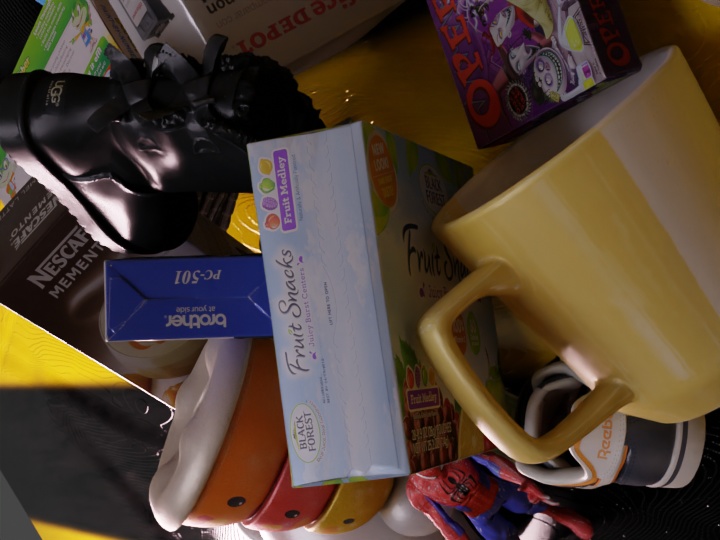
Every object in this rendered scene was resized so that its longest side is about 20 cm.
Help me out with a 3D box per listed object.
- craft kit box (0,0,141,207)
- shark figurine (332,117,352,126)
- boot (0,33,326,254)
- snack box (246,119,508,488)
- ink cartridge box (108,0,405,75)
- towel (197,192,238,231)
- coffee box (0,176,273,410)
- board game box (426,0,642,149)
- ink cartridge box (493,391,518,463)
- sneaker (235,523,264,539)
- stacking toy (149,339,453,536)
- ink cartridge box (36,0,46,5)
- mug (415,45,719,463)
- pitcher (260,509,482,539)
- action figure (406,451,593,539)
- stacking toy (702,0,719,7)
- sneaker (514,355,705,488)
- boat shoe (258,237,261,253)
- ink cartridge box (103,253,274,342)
[{"bbox_3d":[-0.209,-0.096,1.067,0.198,0.048,0.200,55,126,29],"label":"craft kit box"},{"bbox_3d":[-0.101,-0.147,0.991,0.128,0.089,0.215,-11,106,61],"label":"shark figurine"},{"bbox_3d":[-0.093,-0.063,0.798,0.162,0.074,0.198,0,159,22],"label":"boot"},{"bbox_3d":[0.017,0.020,0.744,0.067,0.200,0.169,-10,83,18],"label":"snack box"},{"bbox_3d":[-0.086,-0.209,0.843,0.200,0.147,0.086,58,152,-4],"label":"ink cartridge box"},{"bbox_3d":[-0.169,-0.064,1.115,0.165,0.085,0.201,22,106,46],"label":"towel"},{"bbox_3d":[-0.150,0.009,0.976,0.200,0.114,0.080,37,-167,-35],"label":"coffee box"},{"bbox_3d":[0.067,-0.174,0.721,0.120,0.032,0.201,-28,80,65],"label":"board game box"},{"bbox_3d":[0.016,0.076,0.947,0.200,0.048,0.145,27,167,-34],"label":"ink cartridge box"},{"bbox_3d":[-0.006,0.222,1.140,0.199,0.076,0.105,15,157,8],"label":"sneaker"},{"bbox_3d":[-0.027,0.127,0.932,0.199,0.147,0.146,21,152,-11],"label":"stacking toy"},{"bbox_3d":[-0.262,-0.320,1.089,0.116,0.067,0.200,35,144,34],"label":"ink cartridge box"},{"bbox_3d":[0.125,0.003,0.710,0.153,0.186,0.149,52,-174,-8],"label":"mug"},{"bbox_3d":[0.013,0.223,1.026,0.200,0.172,0.121,33,170,2],"label":"pitcher"},{"bbox_3d":[0.100,0.162,0.895,0.200,0.065,0.099,37,-178,-44],"label":"action figure"},{"bbox_3d":[0.203,-0.161,0.521,0.200,0.085,0.086,-8,111,55],"label":"stacking toy"},{"bbox_3d":[0.124,0.089,0.830,0.200,0.079,0.079,150,127,-75],"label":"sneaker"},{"bbox_3d":[-0.002,0.006,0.969,0.075,0.075,0.202,26,173,-39],"label":"boat shoe"},{"bbox_3d":[-0.092,0.013,0.800,0.200,0.094,0.044,-169,78,-84],"label":"ink cartridge box"}]
